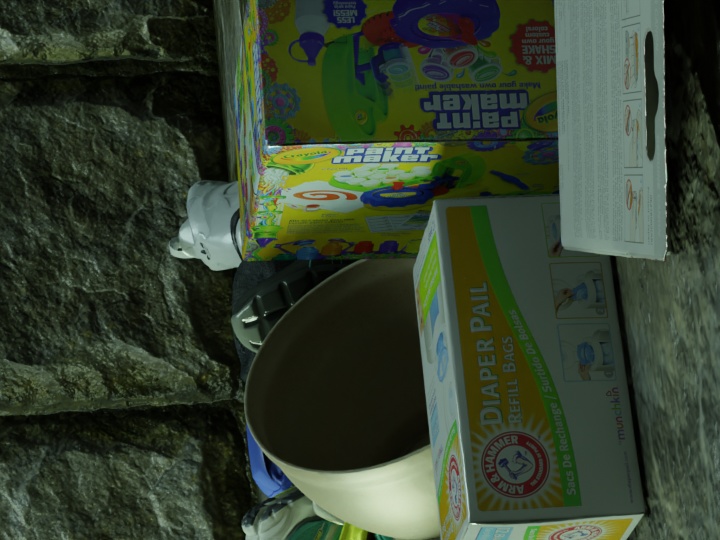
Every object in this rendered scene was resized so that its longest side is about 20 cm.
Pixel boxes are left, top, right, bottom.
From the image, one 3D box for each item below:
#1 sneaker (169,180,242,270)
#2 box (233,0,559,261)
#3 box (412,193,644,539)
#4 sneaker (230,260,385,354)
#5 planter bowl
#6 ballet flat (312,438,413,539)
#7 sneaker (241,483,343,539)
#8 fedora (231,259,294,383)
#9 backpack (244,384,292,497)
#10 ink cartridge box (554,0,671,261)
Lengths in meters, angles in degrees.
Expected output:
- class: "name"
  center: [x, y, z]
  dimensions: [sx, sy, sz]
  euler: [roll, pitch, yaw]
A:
- class: "sneaker"
  center: [-0.067, -0.063, 1.947]
  dimensions: [0.200, 0.115, 0.075]
  euler: [-44, -59, -42]
- class: "box"
  center: [0.028, -0.096, 1.501]
  dimensions: [0.193, 0.199, 0.122]
  euler: [110, 157, -69]
- class: "box"
  center: [0.095, 0.068, 1.419]
  dimensions: [0.113, 0.101, 0.201]
  euler: [105, 161, -67]
- class: "sneaker"
  center: [0.000, 0.000, 1.691]
  dimensions: [0.079, 0.200, 0.076]
  euler: [-128, 19, -55]
- class: "planter bowl"
  center: [0.042, 0.097, 1.599]
  dimensions: [0.200, 0.200, 0.135]
  euler: [-102, -15, -50]
- class: "ballet flat"
  center: [-0.009, 0.188, 1.693]
  dimensions: [0.067, 0.067, 0.201]
  euler: [72, -146, -67]
- class: "sneaker"
  center: [-0.019, 0.188, 1.791]
  dimensions: [0.200, 0.077, 0.080]
  euler: [-24, -86, -56]
- class: "fedora"
  center: [-0.045, 0.035, 1.806]
  dimensions: [0.201, 0.091, 0.201]
  euler: [177, 90, -75]
- class: "backpack"
  center: [-0.008, 0.091, 1.974]
  dimensions: [0.162, 0.167, 0.201]
  euler: [146, 126, -73]
- class: "ink cartridge box"
  center: [0.144, -0.087, 1.237]
  dimensions: [0.200, 0.050, 0.162]
  euler: [-170, 78, -78]
